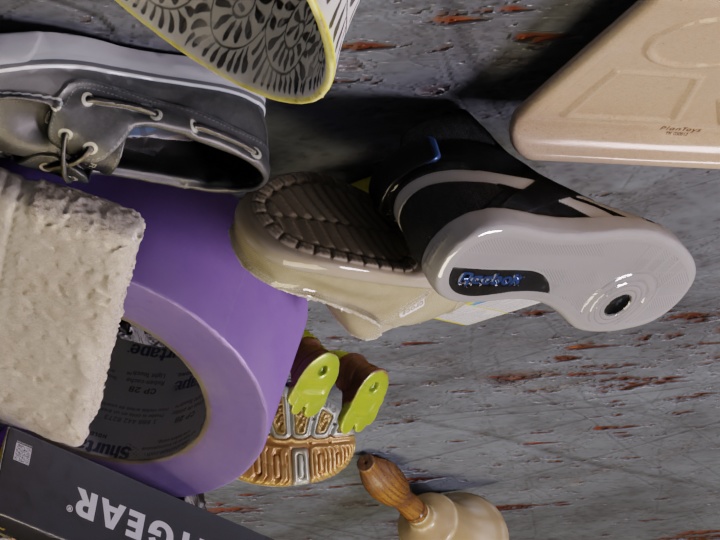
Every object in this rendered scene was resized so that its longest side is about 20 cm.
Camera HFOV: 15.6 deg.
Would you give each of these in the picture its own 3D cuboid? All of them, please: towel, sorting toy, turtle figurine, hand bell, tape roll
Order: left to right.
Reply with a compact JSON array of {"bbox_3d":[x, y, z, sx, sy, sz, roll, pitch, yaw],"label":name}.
[{"bbox_3d":[-0.183,0.011,1.324,0.132,0.035,0.200,19,143,-3],"label":"towel"},{"bbox_3d":[-0.134,0.030,1.421,0.199,0.085,0.200,11,140,10],"label":"tape roll"},{"bbox_3d":[-0.055,0.034,1.568,0.161,0.064,0.200,37,174,36],"label":"turtle figurine"},{"bbox_3d":[0.044,0.198,2.215,0.104,0.104,0.200,-11,149,19],"label":"hand bell"},{"bbox_3d":[0.191,-0.107,1.310,0.185,0.037,0.200,2,157,-21],"label":"sorting toy"}]

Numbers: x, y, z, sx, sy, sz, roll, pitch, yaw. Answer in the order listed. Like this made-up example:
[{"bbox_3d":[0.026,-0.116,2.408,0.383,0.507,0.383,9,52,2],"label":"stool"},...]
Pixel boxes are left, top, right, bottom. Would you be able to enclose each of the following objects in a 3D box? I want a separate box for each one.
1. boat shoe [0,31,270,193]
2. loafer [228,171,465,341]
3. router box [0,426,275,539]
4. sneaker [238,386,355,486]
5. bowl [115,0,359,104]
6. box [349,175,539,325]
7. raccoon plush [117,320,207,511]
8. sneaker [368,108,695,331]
[{"bbox_3d":[-0.128,-0.071,1.261,0.200,0.057,0.069,1,150,-34],"label":"boat shoe"},{"bbox_3d":[0.000,0.000,1.378,0.200,0.076,0.068,9,130,-49],"label":"loafer"},{"bbox_3d":[-0.161,0.163,1.472,0.200,0.052,0.157,27,147,-31],"label":"router box"},{"bbox_3d":[-0.105,0.121,1.929,0.199,0.076,0.088,0,178,-5],"label":"sneaker"},{"bbox_3d":[-0.055,-0.160,0.896,0.094,0.201,0.201,-48,168,-14],"label":"bowl"},{"bbox_3d":[0.035,-0.014,1.541,0.117,0.048,0.200,-19,160,40],"label":"box"},{"bbox_3d":[-0.176,0.101,1.592,0.134,0.200,0.097,-17,150,16],"label":"raccoon plush"},{"bbox_3d":[0.090,-0.035,1.393,0.200,0.112,0.073,11,127,-46],"label":"sneaker"}]
